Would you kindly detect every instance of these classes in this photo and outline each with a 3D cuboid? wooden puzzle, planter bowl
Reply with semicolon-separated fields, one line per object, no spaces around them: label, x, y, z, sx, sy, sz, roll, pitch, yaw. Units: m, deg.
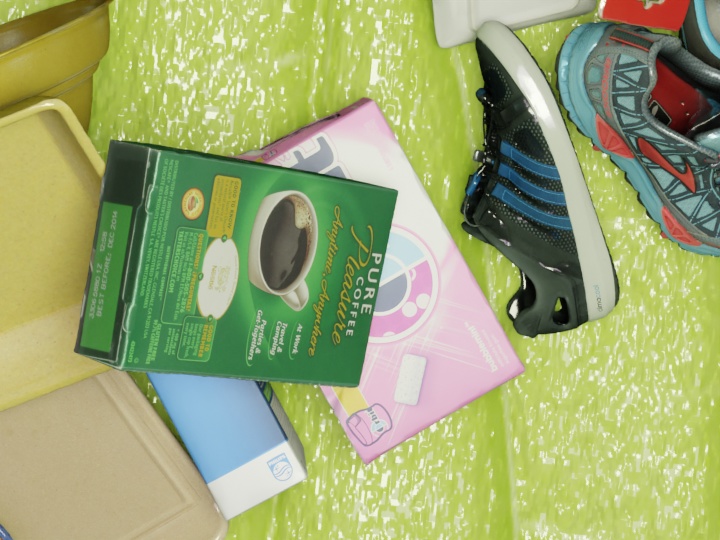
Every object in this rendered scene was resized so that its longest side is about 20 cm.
wooden puzzle;-0.204;0.121;1.528;0.185;0.037;0.200;-31;103;13
planter bowl;-0.220;-0.086;1.449;0.200;0.200;0.084;-21;102;-2

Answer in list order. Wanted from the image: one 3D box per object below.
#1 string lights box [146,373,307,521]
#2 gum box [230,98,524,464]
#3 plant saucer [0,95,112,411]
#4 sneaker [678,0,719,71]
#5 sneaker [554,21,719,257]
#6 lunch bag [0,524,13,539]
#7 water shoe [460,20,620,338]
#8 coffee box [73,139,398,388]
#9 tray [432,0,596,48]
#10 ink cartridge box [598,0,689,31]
string lights box;-0.103;0.042;1.514;0.059;0.103;0.201;-28;96;0
gum box;0.000;0.000;1.528;0.113;0.066;0.200;-30;97;-2
plant saucer;-0.216;-0.008;1.398;0.199;0.049;0.200;-21;134;7
sneaker;0.213;-0.203;1.526;0.073;0.082;0.201;-20;95;0
sneaker;0.205;-0.073;1.505;0.200;0.095;0.080;39;68;-30
lunch bag;-0.308;0.183;1.502;0.160;0.076;0.200;44;112;-5
water shoe;0.095;-0.051;1.525;0.079;0.072;0.201;-22;105;-1
coffee box;-0.066;-0.001;1.399;0.200;0.044;0.124;5;96;-49
tray;0.092;-0.219;1.485;0.107;0.022;0.201;-15;132;-10
ink cartridge box;0.159;-0.245;1.442;0.067;0.116;0.201;18;100;31
